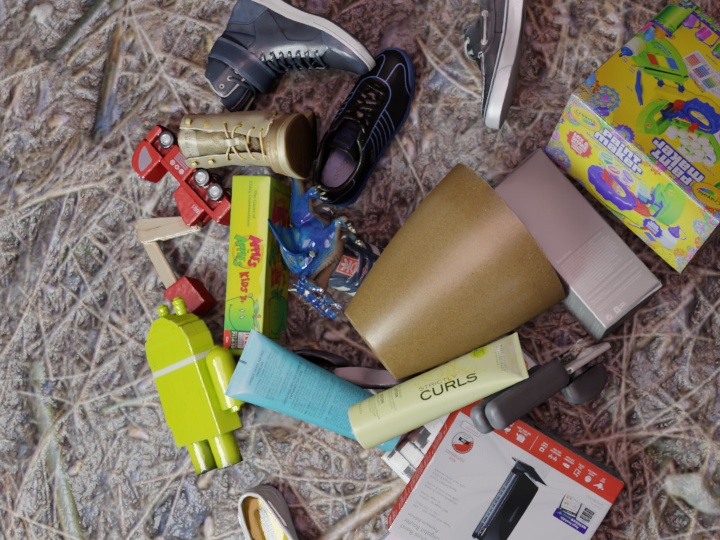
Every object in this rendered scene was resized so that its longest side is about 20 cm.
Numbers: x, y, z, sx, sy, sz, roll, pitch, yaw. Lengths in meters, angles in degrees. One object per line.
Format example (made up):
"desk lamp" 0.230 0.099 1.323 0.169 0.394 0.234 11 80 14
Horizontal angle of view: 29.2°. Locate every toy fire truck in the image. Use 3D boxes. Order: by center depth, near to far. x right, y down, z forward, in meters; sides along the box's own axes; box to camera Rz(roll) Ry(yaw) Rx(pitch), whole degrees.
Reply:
"toy fire truck" -0.219 -0.060 1.656 0.141 0.049 0.200 -46 77 7

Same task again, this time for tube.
"tube" 0.083 0.128 1.471 0.198 0.052 0.059 -25 73 13
"tube" -0.046 0.140 1.527 0.198 0.050 0.078 25 74 -13

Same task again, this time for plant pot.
"plant pot" 0.087 0.020 1.495 0.199 0.186 0.187 -39 78 -2

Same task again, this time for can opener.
"can opener" 0.202 0.128 1.481 0.052 0.199 0.067 -27 86 53

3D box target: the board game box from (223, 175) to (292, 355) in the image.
"board game box" -0.117 -0.002 1.601 0.047 0.102 0.203 2 86 13

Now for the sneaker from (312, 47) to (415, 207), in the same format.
"sneaker" 0.004 -0.169 1.599 0.070 0.078 0.202 23 91 13

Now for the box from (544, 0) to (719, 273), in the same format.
"box" 0.339 -0.146 1.462 0.200 0.122 0.192 44 66 12

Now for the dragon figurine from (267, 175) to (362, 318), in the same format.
"dragon figurine" -0.065 -0.037 1.529 0.099 0.059 0.200 -36 59 -6

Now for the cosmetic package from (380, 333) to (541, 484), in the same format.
"cosmetic package" 0.120 0.165 1.561 0.082 0.051 0.200 42 95 12

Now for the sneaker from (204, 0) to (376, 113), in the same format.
"sneaker" -0.090 -0.234 1.615 0.201 0.077 0.147 28 82 27

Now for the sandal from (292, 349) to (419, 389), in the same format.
"sandal" -0.031 0.114 1.592 0.197 0.076 0.043 1 83 2

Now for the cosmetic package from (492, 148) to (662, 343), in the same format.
"cosmetic package" 0.229 -0.026 1.519 0.090 0.107 0.201 -37 80 -3

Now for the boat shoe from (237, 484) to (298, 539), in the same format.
"boat shoe" -0.087 0.341 1.575 0.074 0.086 0.204 -24 80 10

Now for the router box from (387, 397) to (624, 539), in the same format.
"router box" 0.158 0.253 1.513 0.199 0.049 0.181 30 96 -4

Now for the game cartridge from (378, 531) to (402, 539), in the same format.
"game cartridge" 0.079 0.387 1.560 0.133 0.040 0.200 -43 78 10

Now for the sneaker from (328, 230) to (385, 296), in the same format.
"sneaker" 0.000 0.000 1.583 0.198 0.084 0.076 19 90 13

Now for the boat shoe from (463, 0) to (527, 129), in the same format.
"boat shoe" 0.149 -0.262 1.577 0.067 0.072 0.203 7 85 11

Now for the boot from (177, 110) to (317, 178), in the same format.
"boot" -0.132 -0.144 1.559 0.153 0.200 0.074 -1 104 5

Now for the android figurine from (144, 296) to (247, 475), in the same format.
"android figurine" -0.191 0.131 1.583 0.041 0.182 0.202 -16 84 -33
